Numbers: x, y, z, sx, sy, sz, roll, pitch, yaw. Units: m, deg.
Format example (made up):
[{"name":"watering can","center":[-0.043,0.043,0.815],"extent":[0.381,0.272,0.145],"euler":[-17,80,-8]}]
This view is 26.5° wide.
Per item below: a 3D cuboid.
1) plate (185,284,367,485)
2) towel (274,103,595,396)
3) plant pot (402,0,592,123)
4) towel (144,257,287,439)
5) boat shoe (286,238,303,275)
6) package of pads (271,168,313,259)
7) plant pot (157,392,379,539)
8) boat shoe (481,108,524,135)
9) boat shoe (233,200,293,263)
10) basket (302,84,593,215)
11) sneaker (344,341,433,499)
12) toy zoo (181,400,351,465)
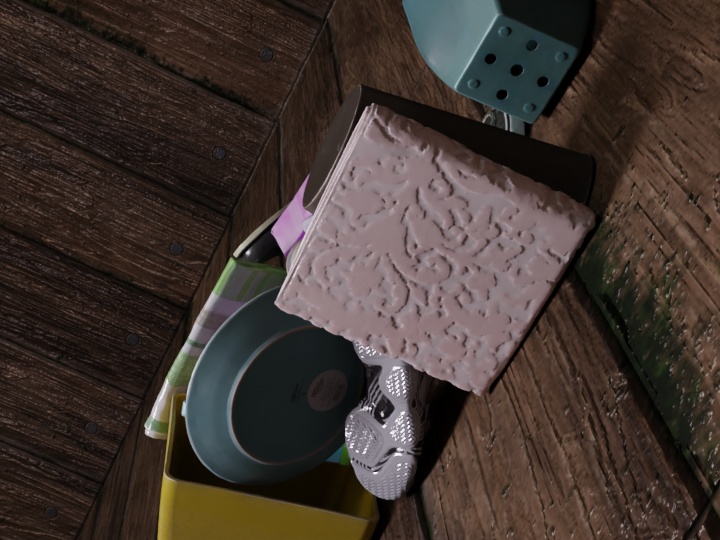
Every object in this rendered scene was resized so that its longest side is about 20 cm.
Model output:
[{"name":"plate","center":[-0.059,0.104,1.335],"extent":[0.026,0.199,0.201],"euler":[37,104,49]},{"name":"towel","center":[0.056,-0.012,1.214],"extent":[0.032,0.199,0.192],"euler":[-83,19,-62]},{"name":"plant pot","center":[0.139,-0.242,1.474],"extent":[0.142,0.140,0.201],"euler":[-59,21,30]},{"name":"towel","center":[-0.137,0.085,1.584],"extent":[0.201,0.031,0.149],"euler":[-62,-23,9]},{"name":"boat shoe","center":[0.000,0.057,1.419],"extent":[0.071,0.201,0.076],"euler":[-23,6,40]},{"name":"package of pads","center":[0.000,0.000,1.521],"extent":[0.121,0.075,0.201],"euler":[-52,58,38]},{"name":"plant pot","center":[-0.105,0.254,1.473],"extent":[0.200,0.198,0.178],"euler":[-103,26,-71]},{"name":"boat shoe","center":[0.108,-0.088,1.463],"extent":[0.071,0.063,0.201],"euler":[-50,19,52]},{"name":"boat shoe","center":[-0.050,-0.050,1.647],"extent":[0.201,0.063,0.074],"euler":[-31,-5,-36]},{"name":"basket","center":[0.064,-0.063,1.276],"extent":[0.181,0.199,0.136],"euler":[-57,14,32]},{"name":"sneaker","center":[0.045,0.096,1.354],"extent":[0.115,0.075,0.202],"euler":[-28,-57,-54]},{"name":"toy zoo","center":[-0.074,0.146,1.486],"extent":[0.131,0.198,0.021],"euler":[-105,26,-73]}]
